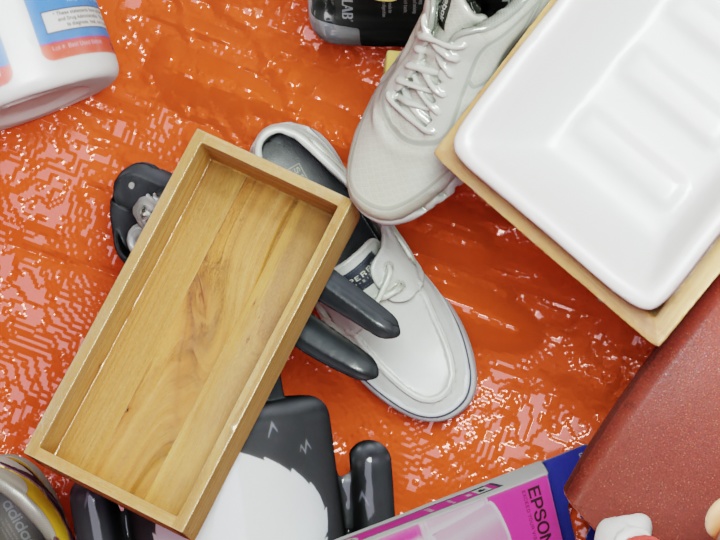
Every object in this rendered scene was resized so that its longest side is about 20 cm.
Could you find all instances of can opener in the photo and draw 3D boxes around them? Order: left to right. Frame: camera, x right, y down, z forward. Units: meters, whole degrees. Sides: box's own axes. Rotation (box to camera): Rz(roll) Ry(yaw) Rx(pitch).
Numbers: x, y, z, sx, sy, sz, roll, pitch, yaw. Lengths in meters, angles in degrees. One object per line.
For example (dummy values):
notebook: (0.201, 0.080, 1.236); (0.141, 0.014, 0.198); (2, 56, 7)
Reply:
can opener: (-0.061, -0.003, 1.404); (0.200, 0.079, 0.064); (27, 109, 27)

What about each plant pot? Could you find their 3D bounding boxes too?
plant pot: (0.225, 0.101, 1.358); (0.176, 0.200, 0.200); (-44, 86, 14)

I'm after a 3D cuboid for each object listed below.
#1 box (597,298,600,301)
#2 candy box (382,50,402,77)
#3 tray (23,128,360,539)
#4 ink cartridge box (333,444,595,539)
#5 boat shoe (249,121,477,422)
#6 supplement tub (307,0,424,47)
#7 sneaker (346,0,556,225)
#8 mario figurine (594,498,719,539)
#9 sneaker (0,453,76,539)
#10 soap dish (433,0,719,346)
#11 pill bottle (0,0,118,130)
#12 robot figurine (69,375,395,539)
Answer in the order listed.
box: (0.189, -0.067, 1.431); (0.039, 0.041, 0.201); (22, 92, 5)
candy box: (0.122, -0.081, 1.372); (0.199, 0.117, 0.057); (7, 87, 22)
tray: (-0.089, 0.034, 1.347); (0.098, 0.037, 0.201); (25, 78, 14)
ink cartridge box: (0.063, 0.173, 1.390); (0.199, 0.037, 0.095); (-19, 100, -27)
boat shoe: (0.000, 0.000, 1.434); (0.072, 0.066, 0.201); (-29, 87, 4)
supplement tub: (0.073, -0.184, 1.401); (0.199, 0.123, 0.123); (4, 90, 4)
sneaker: (0.048, -0.112, 1.295); (0.075, 0.081, 0.200); (39, 107, 19)
mario figurine: (0.186, 0.174, 1.265); (0.123, 0.106, 0.200); (40, 120, -18)
sneaker: (-0.173, 0.195, 1.434); (0.075, 0.090, 0.200); (-40, 86, 3)
soap dish: (0.158, -0.086, 1.251); (0.157, 0.081, 0.200); (41, 99, 19)
pill bottle: (-0.222, -0.187, 1.432); (0.112, 0.112, 0.201); (-19, 88, 4)
robot figurine: (-0.070, 0.139, 1.407); (0.150, 0.125, 0.201); (-7, 89, 32)
